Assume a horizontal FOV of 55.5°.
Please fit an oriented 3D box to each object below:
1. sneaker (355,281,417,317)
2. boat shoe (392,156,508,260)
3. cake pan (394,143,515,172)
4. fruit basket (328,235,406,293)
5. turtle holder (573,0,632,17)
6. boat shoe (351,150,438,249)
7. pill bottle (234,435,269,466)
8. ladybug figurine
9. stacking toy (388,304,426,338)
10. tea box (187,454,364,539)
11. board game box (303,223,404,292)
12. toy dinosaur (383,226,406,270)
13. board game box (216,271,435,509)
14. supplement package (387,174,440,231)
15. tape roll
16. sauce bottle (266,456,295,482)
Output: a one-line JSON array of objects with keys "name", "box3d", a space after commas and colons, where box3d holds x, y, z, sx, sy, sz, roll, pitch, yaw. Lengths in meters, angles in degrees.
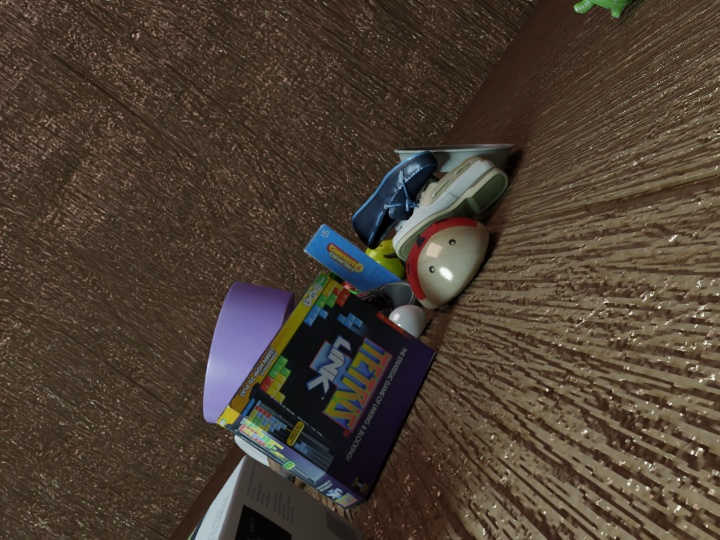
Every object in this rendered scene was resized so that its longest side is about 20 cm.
[{"name": "sneaker", "box3d": [0.005, 0.067, 1.017, 0.200, 0.081, 0.075, -25, -26, -25]}, {"name": "boat shoe", "box3d": [0.124, -0.093, 1.027, 0.200, 0.068, 0.075, -37, -38, -5]}, {"name": "cake pan", "box3d": [0.157, -0.188, 1.141, 0.200, 0.200, 0.037, -73, -19, -78]}, {"name": "fruit basket", "box3d": [0.021, 0.002, 1.445, 0.216, 0.155, 0.216, 18, -90, -87]}, {"name": "turtle holder", "box3d": [0.390, -0.468, 1.024, 0.132, 0.185, 0.141, 129, 143, -51]}, {"name": "boat shoe", "box3d": [0.065, -0.106, 1.082, 0.084, 0.069, 0.200, -10, -26, -36]}, {"name": "pill bottle", "box3d": [-0.140, 0.263, 1.295, 0.200, 0.112, 0.112, -58, 5, -30]}, {"name": "ladybug figurine", "box3d": [0.110, -0.018, 0.926, 0.136, 0.072, 0.200, -55, 4, 1]}, {"name": "stacking toy", "box3d": [0.003, 0.113, 0.929, 0.200, 0.146, 0.146, -39, 4, 2]}, {"name": "tea box", "box3d": [-0.094, 0.273, 0.493, 0.197, 0.134, 0.200, -54, 4, -2]}, {"name": "board game box", "box3d": [0.000, 0.000, 1.177, 0.056, 0.200, 0.196, -54, 5, 1]}, {"name": "toy dinosaur", "box3d": [0.085, -0.021, 1.134, 0.047, 0.088, 0.200, -40, -6, -12]}, {"name": "board game box", "box3d": [-0.030, 0.123, 0.739, 0.200, 0.165, 0.057, -58, 4, -38]}, {"name": "supplement package", "box3d": [0.124, -0.109, 1.226, 0.110, 0.114, 0.200, -55, 6, 11]}, {"name": "tape roll", "box3d": [-0.153, 0.121, 0.964, 0.200, 0.085, 0.200, 10, -90, -90]}, {"name": "sauce bottle", "box3d": [-0.103, 0.244, 1.009, 0.066, 0.066, 0.200, 141, 142, -76]}]
